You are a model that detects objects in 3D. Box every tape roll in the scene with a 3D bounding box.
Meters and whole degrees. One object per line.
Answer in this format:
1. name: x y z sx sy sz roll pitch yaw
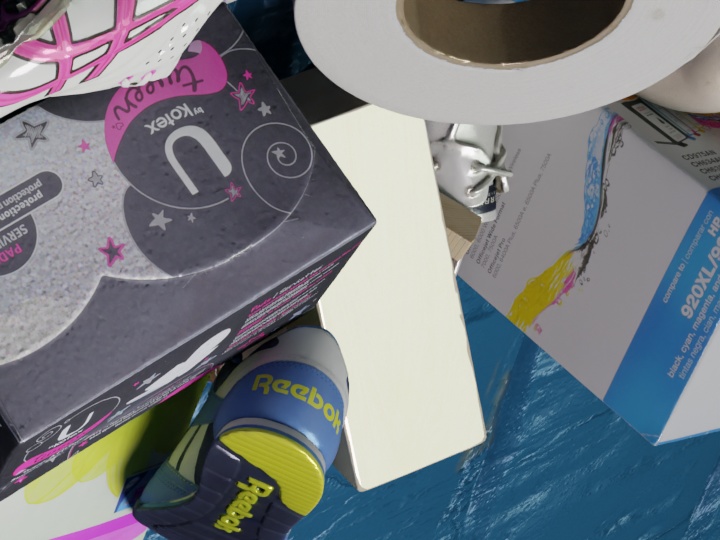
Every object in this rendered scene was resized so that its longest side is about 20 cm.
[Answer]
1. tape roll: 0.068 -0.133 1.171 0.201 0.037 0.203 -4 150 -2

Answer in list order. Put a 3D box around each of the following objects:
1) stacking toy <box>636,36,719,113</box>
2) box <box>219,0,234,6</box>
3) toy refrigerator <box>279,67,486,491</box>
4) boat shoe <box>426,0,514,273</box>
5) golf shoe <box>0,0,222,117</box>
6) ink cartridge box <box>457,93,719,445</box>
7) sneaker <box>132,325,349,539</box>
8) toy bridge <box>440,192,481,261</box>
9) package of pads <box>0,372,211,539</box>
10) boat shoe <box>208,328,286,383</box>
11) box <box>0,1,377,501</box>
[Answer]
1. stacking toy: 0.212 -0.190 1.464 0.200 0.146 0.147 -43 156 -45
2. box: -0.053 -0.205 1.148 0.039 0.041 0.201 -26 143 -30
3. toy refrigerator: 0.000 0.000 1.312 0.076 0.070 0.201 -21 119 -16
4. boat shoe: 0.053 -0.056 1.438 0.071 0.070 0.201 -12 136 -46
5. golf shoe: -0.115 -0.102 1.119 0.200 0.073 0.092 -36 125 -3
6. ink cartridge box: 0.168 -0.025 1.496 0.147 0.200 0.145 -9 131 -48
7. sneaker: -0.054 0.091 1.305 0.200 0.074 0.083 -42 -154 59
8. toy bridge: -0.006 0.022 1.453 0.200 0.067 0.027 -57 -176 38
9. package of pads: -0.172 0.087 1.314 0.199 0.068 0.155 -14 137 -45
10. boat shoe: -0.032 -0.009 1.379 0.072 0.072 0.201 -10 134 -47
11. box: -0.116 -0.008 1.184 0.199 0.132 0.115 -31 171 -27
